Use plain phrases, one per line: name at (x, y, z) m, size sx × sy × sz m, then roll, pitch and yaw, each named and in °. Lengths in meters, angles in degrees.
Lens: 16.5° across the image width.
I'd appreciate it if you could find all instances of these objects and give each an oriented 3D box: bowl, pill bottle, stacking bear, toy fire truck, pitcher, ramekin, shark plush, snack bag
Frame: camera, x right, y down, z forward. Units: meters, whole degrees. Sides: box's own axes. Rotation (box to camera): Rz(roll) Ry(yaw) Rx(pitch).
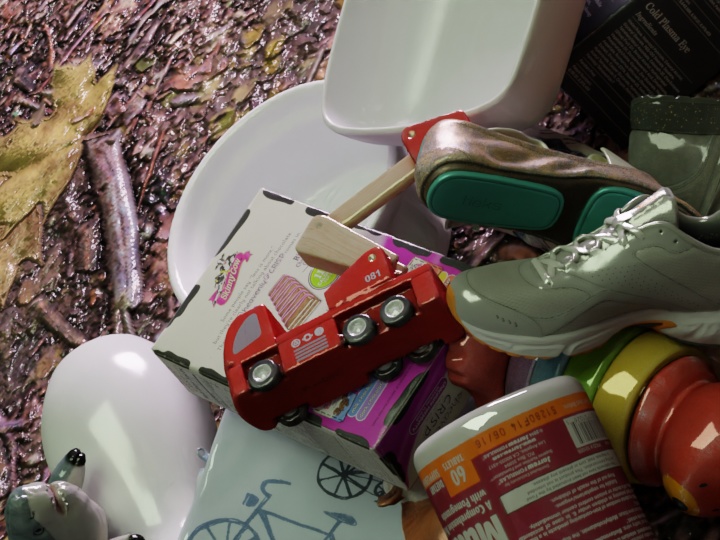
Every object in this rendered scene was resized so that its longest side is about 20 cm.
bowl at (0.074, -0.170, 1.640) m, size 0.199 × 0.074 × 0.201 m, roll -2°, pitch 67°, yaw 48°
pill bottle at (0.117, 0.171, 1.405) m, size 0.109 × 0.109 × 0.201 m, roll -30°, pitch 78°, yaw 21°
stacking bear at (0.168, 0.084, 1.493) m, size 0.199 × 0.122 × 0.114 m, roll 25°, pitch 61°, yaw 39°
toy fire truck at (0.000, 0.000, 1.526) m, size 0.199 × 0.049 × 0.142 m, roll -26°, pitch 48°, yaw 10°
pitcher at (-0.163, 0.161, 1.728) m, size 0.172 × 0.121 × 0.201 m, roll -48°, pitch 49°, yaw 25°
ramekin at (-0.031, -0.026, 1.756) m, size 0.200 × 0.098 × 0.202 m, roll -23°, pitch 47°, yaw 27°
shark plush at (-0.224, 0.198, 1.668) m, size 0.091 × 0.083 × 0.200 m, roll 59°, pitch 141°, yaw 17°
snack bag at (-0.020, 0.150, 1.610) m, size 0.187 × 0.021 × 0.201 m, roll 11°, pitch 63°, yaw 13°

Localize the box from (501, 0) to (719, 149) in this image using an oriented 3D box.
box at (0.189, -0.220, 1.705) m, size 0.182 × 0.104 × 0.201 m, roll -39°, pitch 42°, yaw 13°

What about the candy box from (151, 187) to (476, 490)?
candy box at (-0.017, 0.041, 1.579) m, size 0.199 × 0.061 × 0.137 m, roll 22°, pitch 70°, yaw 37°

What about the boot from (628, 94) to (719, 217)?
boot at (0.256, -0.038, 1.537) m, size 0.198 × 0.068 × 0.132 m, roll 4°, pitch 90°, yaw 13°

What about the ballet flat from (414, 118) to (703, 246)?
ballet flat at (0.126, -0.050, 1.494) m, size 0.068 × 0.199 × 0.067 m, roll -58°, pitch 25°, yaw 35°

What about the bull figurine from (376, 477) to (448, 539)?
bull figurine at (0.068, 0.187, 1.518) m, size 0.121 × 0.065 × 0.201 m, roll -20°, pitch 61°, yaw 37°

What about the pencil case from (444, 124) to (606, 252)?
pencil case at (0.127, -0.046, 1.648) m, size 0.078 × 0.090 × 0.200 m, roll -25°, pitch 32°, yaw -29°

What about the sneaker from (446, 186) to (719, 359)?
sneaker at (0.148, -0.007, 1.450) m, size 0.198 × 0.093 × 0.076 m, roll -5°, pitch 35°, yaw -12°
